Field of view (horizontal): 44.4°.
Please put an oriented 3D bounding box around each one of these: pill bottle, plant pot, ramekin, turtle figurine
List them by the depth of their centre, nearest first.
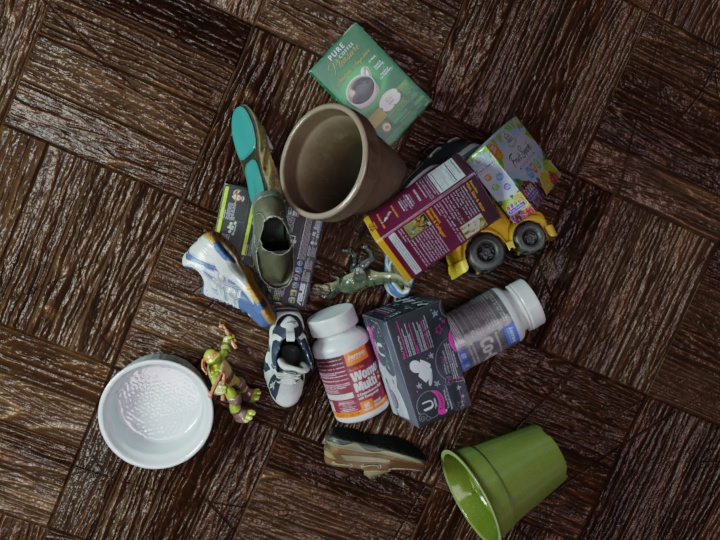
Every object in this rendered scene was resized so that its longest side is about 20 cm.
[{"bbox_3d":[-0.011,-0.173,1.531,0.174,0.200,0.201,10,100,-48],"label":"plant pot"},{"bbox_3d":[-0.242,0.199,1.582,0.064,0.200,0.162,-21,123,10],"label":"turtle figurine"},{"bbox_3d":[-0.365,0.247,1.597,0.199,0.098,0.202,-1,99,-7],"label":"ramekin"},{"bbox_3d":[-0.025,0.170,1.628,0.109,0.110,0.201,-19,102,-5],"label":"pill bottle"},{"bbox_3d":[0.237,0.103,1.653,0.199,0.114,0.114,-28,102,-2],"label":"pill bottle"},{"bbox_3d":[0.285,0.390,1.685,0.189,0.200,0.201,-26,102,-17],"label":"plant pot"}]

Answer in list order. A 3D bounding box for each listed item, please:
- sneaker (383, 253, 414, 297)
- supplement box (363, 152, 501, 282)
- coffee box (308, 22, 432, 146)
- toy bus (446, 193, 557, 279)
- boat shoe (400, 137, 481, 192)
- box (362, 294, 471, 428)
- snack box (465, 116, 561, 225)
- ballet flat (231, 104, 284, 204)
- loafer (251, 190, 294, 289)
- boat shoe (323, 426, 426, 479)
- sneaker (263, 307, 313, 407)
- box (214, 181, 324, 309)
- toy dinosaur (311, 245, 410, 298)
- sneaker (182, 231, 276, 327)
[{"bbox_3d":[0.079,-0.046,1.625,0.075,0.077,0.201,-4,98,-6],"label":"sneaker"},{"bbox_3d":[0.122,-0.090,1.502,0.200,0.086,0.110,-35,126,5],"label":"supplement box"},{"bbox_3d":[0.018,-0.331,1.586,0.200,0.044,0.123,42,91,-13],"label":"coffee box"},{"bbox_3d":[0.234,-0.095,1.624,0.199,0.136,0.193,-20,85,-5],"label":"toy bus"},{"bbox_3d":[0.136,-0.179,1.584,0.200,0.060,0.076,-30,136,-34],"label":"boat shoe"},{"bbox_3d":[0.097,0.158,1.575,0.114,0.132,0.201,-19,99,-18],"label":"box"},{"bbox_3d":[0.275,-0.182,1.565,0.053,0.200,0.142,-38,94,34],"label":"snack box"},{"bbox_3d":[-0.178,-0.197,1.559,0.070,0.071,0.201,-14,73,-6],"label":"ballet flat"},{"bbox_3d":[-0.153,-0.040,1.521,0.075,0.070,0.201,-10,129,-5],"label":"loafer"},{"bbox_3d":[0.024,0.357,1.689,0.199,0.076,0.074,14,102,-2],"label":"boat shoe"},{"bbox_3d":[-0.130,0.180,1.592,0.079,0.130,0.200,6,111,-11],"label":"sneaker"},{"bbox_3d":[-0.173,-0.044,1.605,0.192,0.048,0.201,11,98,-7],"label":"box"},{"bbox_3d":[0.000,0.000,1.613,0.199,0.047,0.089,-9,90,30],"label":"toy dinosaur"},{"bbox_3d":[-0.231,0.028,1.560,0.088,0.075,0.200,-36,96,12],"label":"sneaker"}]
